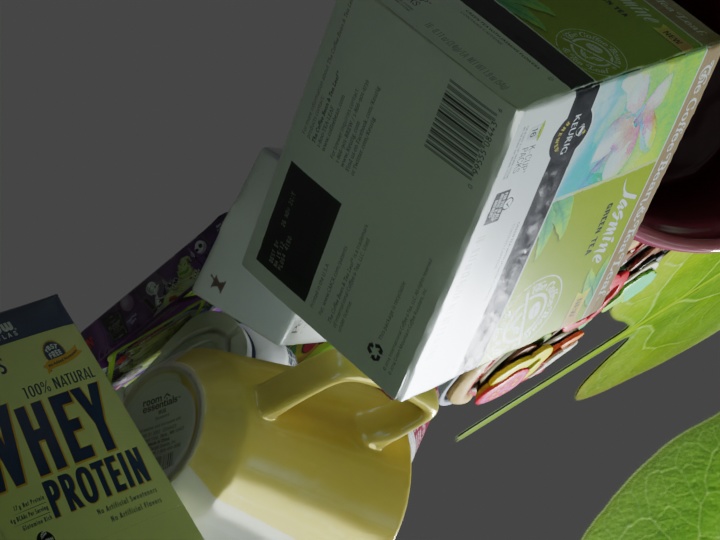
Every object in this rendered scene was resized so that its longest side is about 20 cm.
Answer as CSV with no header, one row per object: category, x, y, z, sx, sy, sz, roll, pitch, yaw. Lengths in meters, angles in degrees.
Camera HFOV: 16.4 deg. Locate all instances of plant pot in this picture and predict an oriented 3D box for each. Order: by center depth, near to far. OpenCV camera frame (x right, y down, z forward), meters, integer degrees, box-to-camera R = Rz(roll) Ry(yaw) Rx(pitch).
plant pot,0.199,-0.112,1.573,0.199,0.201,0.179,-32,-176,-3

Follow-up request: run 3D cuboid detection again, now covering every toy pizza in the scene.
toy pizza,0.134,0.032,1.663,0.200,0.032,0.200,-38,169,-9

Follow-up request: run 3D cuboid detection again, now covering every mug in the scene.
mug,-0.062,0.103,1.544,0.153,0.149,0.187,26,101,-42

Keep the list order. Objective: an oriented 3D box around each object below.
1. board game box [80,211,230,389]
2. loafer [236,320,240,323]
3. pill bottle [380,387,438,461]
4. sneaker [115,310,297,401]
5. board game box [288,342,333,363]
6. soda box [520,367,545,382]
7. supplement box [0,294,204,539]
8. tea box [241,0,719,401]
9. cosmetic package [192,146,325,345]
board game box,-0.122,0.025,1.630,0.200,0.032,0.120,-38,164,23
loafer,-0.106,0.068,1.767,0.072,0.073,0.200,-35,-179,-36
pill bottle,-0.012,0.124,1.916,0.114,0.114,0.200,-45,-167,44
sneaker,-0.129,0.108,1.663,0.200,0.077,0.080,-36,154,19
board game box,-0.056,0.079,1.850,0.200,0.048,0.102,-38,-156,21
soda box,0.118,-0.014,1.813,0.070,0.063,0.201,-22,135,-46
supplement box,-0.224,0.160,1.482,0.134,0.200,0.200,-19,161,-49
tea box,0.067,-0.065,1.381,0.196,0.133,0.201,-23,144,-46
cosmetic package,-0.014,-0.016,1.565,0.102,0.071,0.200,-63,159,13
